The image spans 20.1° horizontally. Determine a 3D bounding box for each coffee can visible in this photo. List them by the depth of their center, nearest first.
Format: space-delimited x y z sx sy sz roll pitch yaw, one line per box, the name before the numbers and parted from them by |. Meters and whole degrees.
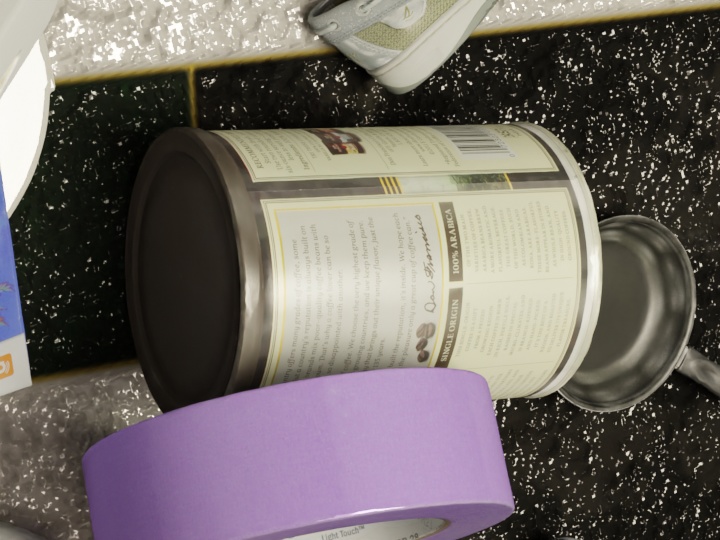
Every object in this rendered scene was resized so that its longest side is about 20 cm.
coffee can | 0.000 0.000 1.023 0.199 0.146 0.147 -3 102 -28

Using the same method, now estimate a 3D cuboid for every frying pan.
frying pan | 0.176 0.027 1.192 0.189 0.031 0.116 5 98 -33

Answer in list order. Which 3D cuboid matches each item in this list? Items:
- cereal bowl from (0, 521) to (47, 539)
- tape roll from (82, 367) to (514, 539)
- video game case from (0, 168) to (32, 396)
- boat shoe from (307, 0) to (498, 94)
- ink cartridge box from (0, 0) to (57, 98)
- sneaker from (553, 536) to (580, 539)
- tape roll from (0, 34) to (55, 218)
cereal bowl | -0.185 0.219 0.980 0.199 0.083 0.202 1 88 -40
tape roll | -0.030 0.104 0.972 0.199 0.200 0.066 -4 75 -28
video game case | -0.243 -0.016 0.887 0.181 0.045 0.201 -20 119 -31
boat shoe | 0.057 -0.180 1.030 0.065 0.075 0.202 32 117 -22
ink cartridge box | -0.226 -0.130 0.802 0.199 0.088 0.146 30 53 -6
sneaker | 0.059 0.235 1.151 0.108 0.070 0.201 24 92 -32
tape roll | -0.241 -0.082 0.938 0.202 0.037 0.204 -6 103 -27
